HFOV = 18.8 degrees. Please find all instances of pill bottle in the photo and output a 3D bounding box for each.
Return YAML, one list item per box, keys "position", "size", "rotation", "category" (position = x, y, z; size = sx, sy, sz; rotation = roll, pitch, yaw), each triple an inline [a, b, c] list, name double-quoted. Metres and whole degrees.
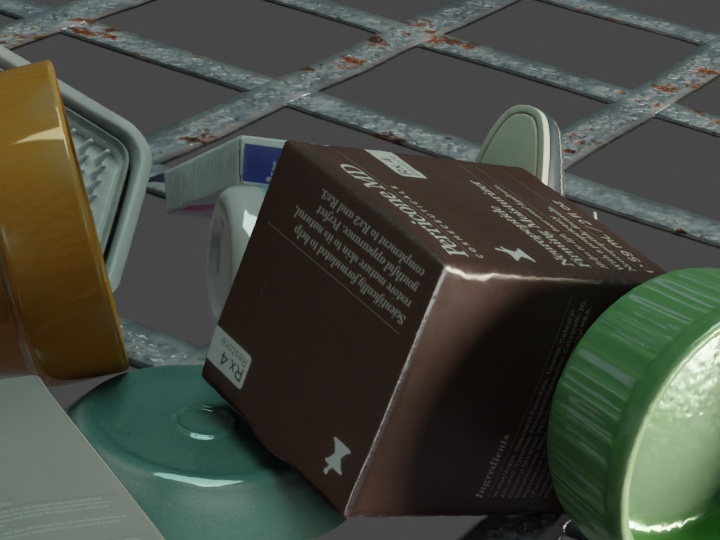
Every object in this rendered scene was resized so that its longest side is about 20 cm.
- position: [0.000, 0.000, 1.480]
  size: [0.199, 0.111, 0.111]
  rotation: [1, 25, -14]
  category: "pill bottle"

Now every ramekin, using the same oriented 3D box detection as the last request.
- position: [0.203, 0.095, 1.241]
  size: [0.199, 0.201, 0.098]
  rotation: [-5, 20, -27]
  category: "ramekin"

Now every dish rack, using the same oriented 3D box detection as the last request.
- position: [-0.248, -0.071, 1.512]
  size: [0.200, 0.044, 0.172]
  rotation: [30, 45, -21]
  category: "dish rack"

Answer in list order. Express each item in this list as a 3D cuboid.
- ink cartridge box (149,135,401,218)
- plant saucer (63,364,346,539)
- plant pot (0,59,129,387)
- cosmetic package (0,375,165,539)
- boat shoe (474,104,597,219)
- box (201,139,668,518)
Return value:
- position: [-0.036, -0.055, 1.600]
  size: [0.196, 0.043, 0.200]
  rotation: [5, -10, -24]
  category: "ink cartridge box"
- position: [-0.096, 0.105, 1.311]
  size: [0.199, 0.036, 0.200]
  rotation: [6, 25, -3]
  category: "plant saucer"
- position: [-0.256, -0.012, 1.350]
  size: [0.183, 0.201, 0.200]
  rotation: [-14, 28, -6]
  category: "plant pot"
- position: [-0.186, 0.138, 1.151]
  size: [0.107, 0.090, 0.200]
  rotation: [-5, 25, -27]
  category: "cosmetic package"
- position: [0.111, -0.007, 1.430]
  size: [0.062, 0.201, 0.075]
  rotation: [3, 2, -35]
  category: "boat shoe"
- position: [0.047, 0.037, 1.294]
  size: [0.200, 0.165, 0.166]
  rotation: [5, 25, -42]
  category: "box"
